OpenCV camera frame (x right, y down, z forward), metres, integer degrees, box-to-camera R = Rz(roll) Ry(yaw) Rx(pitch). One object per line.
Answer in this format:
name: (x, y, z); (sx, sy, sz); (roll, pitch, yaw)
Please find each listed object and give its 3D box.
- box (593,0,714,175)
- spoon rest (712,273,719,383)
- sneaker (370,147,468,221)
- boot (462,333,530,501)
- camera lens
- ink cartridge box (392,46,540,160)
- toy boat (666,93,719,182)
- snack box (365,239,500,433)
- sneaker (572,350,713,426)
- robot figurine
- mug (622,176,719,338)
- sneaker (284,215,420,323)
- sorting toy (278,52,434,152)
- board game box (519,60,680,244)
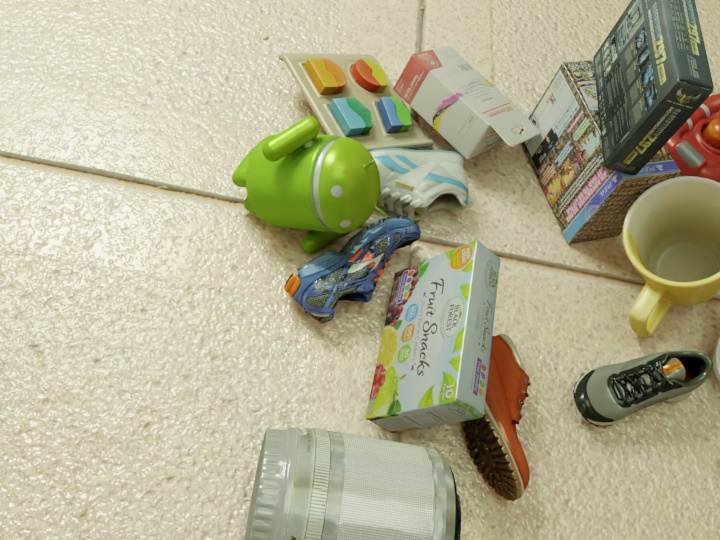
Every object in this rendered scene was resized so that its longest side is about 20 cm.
box: (0.355, -0.247, 0.881); (0.050, 0.158, 0.203); (10, 58, -8)
spoon rest: (0.518, 0.087, 0.980); (0.097, 0.061, 0.203); (2, 60, -13)
sneaker: (0.057, -0.114, 0.969); (0.196, 0.077, 0.082); (-5, 68, -13)
boot: (0.171, 0.165, 0.845); (0.105, 0.075, 0.203); (-7, 62, -23)
camera lens: (-0.010, 0.246, 0.701); (0.196, 0.161, 0.162); (11, 59, -7)
ink cartridge box: (0.158, -0.237, 1.047); (0.200, 0.068, 0.116); (46, 41, 14)
toy boat: (0.573, -0.222, 1.124); (0.198, 0.131, 0.131); (-32, 73, -27)
snack box: (0.087, 0.078, 0.828); (0.053, 0.141, 0.203); (34, 53, -31)
sneaker: (0.357, 0.139, 0.901); (0.197, 0.080, 0.075); (-13, 67, -19)
robot figurine: (-0.062, -0.110, 0.887); (0.197, 0.177, 0.116); (8, 47, 27)
mug: (0.423, -0.016, 0.962); (0.185, 0.153, 0.151); (-30, 60, 12)
sneaker: (0.000, 0.000, 0.902); (0.198, 0.075, 0.079); (-32, 84, -20)
sorting toy: (-0.001, -0.249, 1.019); (0.183, 0.037, 0.201); (-15, 63, -42)
board game box: (0.332, -0.170, 1.018); (0.095, 0.160, 0.203); (-9, 65, -19)
